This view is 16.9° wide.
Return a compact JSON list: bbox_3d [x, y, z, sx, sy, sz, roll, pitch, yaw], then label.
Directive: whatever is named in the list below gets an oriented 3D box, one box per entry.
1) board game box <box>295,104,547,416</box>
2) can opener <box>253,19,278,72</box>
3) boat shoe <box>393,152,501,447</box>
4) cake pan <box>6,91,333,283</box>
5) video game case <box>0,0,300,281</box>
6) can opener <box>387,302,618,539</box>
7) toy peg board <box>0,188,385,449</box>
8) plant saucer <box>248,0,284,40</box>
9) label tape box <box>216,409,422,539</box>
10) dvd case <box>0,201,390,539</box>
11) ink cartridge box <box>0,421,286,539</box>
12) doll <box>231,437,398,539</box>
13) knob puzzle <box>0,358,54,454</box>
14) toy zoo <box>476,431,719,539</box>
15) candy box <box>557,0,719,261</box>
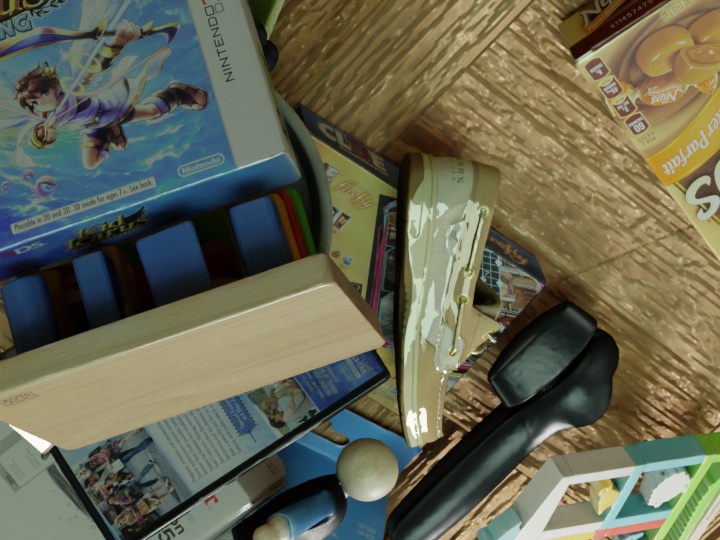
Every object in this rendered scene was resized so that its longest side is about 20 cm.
[{"bbox_3d":[0.000,0.000,1.535,0.200,0.035,0.136,32,112,-26],"label":"board game box"},{"bbox_3d":[-0.145,-0.112,1.366,0.199,0.079,0.063,-8,169,17],"label":"can opener"},{"bbox_3d":[0.055,0.022,1.493,0.066,0.074,0.201,0,122,-3],"label":"boat shoe"},{"bbox_3d":[-0.114,-0.030,1.428,0.199,0.037,0.201,0,94,4],"label":"cake pan"},{"bbox_3d":[-0.152,-0.104,1.304,0.199,0.182,0.045,-19,159,3],"label":"video game case"},{"bbox_3d":[0.092,0.109,1.587,0.079,0.063,0.200,43,99,-2],"label":"can opener"},{"bbox_3d":[-0.106,0.012,1.323,0.199,0.098,0.199,-19,167,5],"label":"toy peg board"},{"bbox_3d":[-0.117,-0.237,1.355,0.199,0.048,0.200,15,119,-19],"label":"plant saucer"},{"bbox_3d":[-0.067,0.177,1.620,0.143,0.066,0.200,28,116,-24],"label":"label tape box"},{"bbox_3d":[-0.102,0.059,1.460,0.200,0.018,0.143,-33,87,0],"label":"dvd case"},{"bbox_3d":[-0.170,0.137,1.531,0.200,0.083,0.147,-37,86,15],"label":"ink cartridge box"},{"bbox_3d":[-0.059,0.175,1.512,0.200,0.136,0.048,-42,86,2],"label":"doll"},{"bbox_3d":[-0.256,-0.002,1.382,0.030,0.220,0.220,-40,121,0],"label":"knob puzzle"},{"bbox_3d":[0.160,0.165,1.619,0.199,0.020,0.131,-6,138,-32],"label":"toy zoo"},{"bbox_3d":[0.224,-0.103,1.492,0.115,0.055,0.200,-33,121,12],"label":"candy box"}]
